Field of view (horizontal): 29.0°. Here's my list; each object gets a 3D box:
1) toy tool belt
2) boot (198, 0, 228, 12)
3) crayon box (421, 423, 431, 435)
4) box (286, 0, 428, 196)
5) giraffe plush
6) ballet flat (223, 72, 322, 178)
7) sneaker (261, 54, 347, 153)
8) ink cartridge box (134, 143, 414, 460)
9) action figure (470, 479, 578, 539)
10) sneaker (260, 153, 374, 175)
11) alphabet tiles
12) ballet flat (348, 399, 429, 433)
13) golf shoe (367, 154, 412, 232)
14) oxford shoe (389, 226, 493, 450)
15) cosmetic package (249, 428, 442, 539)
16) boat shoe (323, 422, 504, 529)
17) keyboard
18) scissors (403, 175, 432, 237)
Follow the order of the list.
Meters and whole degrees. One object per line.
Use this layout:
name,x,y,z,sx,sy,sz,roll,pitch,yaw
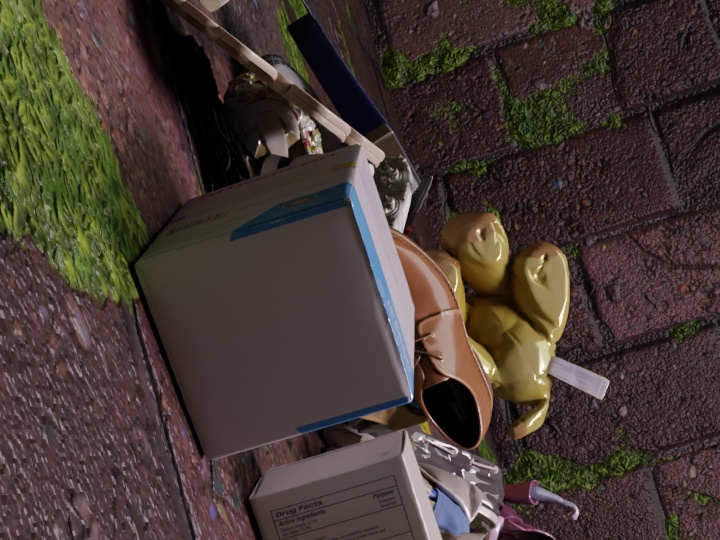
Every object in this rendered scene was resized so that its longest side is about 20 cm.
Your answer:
toy tool belt,0.018,0.189,1.060,0.123,0.125,0.200,35,5,0
boot,-0.145,-0.271,1.027,0.144,0.072,0.200,48,2,-19
crayon box,0.045,0.207,1.340,0.200,0.058,0.173,52,22,-71
box,-0.009,-0.160,1.306,0.200,0.032,0.121,60,3,31
giraffe plush,0.108,0.059,1.257,0.200,0.173,0.162,42,-17,-7
ballet flat,-0.058,-0.078,1.101,0.064,0.076,0.200,86,-18,-74
sneaker,-0.047,-0.122,1.333,0.200,0.076,0.081,66,1,-53
ink cartridge box,-0.042,0.009,0.864,0.200,0.128,0.125,-77,149,-75
action figure,0.134,0.272,1.396,0.149,0.134,0.200,23,15,-24
sneaker,-0.035,0.008,1.002,0.076,0.080,0.200,65,27,-73
alphabet tiles,-0.068,-0.144,1.022,0.200,0.015,0.196,40,5,34
ballet flat,0.000,0.096,1.099,0.069,0.063,0.200,52,7,25
golf shoe,0.000,0.000,1.179,0.097,0.078,0.200,49,57,-54
oxford shoe,0.049,0.052,1.076,0.200,0.071,0.071,57,14,-16
cosmetic package,0.011,0.215,0.887,0.073,0.103,0.200,-54,128,-82
boat shoe,0.048,0.160,1.203,0.200,0.067,0.057,35,55,-29
keyboard,-0.093,-0.083,1.059,0.104,0.040,0.200,27,46,-81
scissors,0.043,-0.041,1.234,0.200,0.014,0.073,167,-87,-75
